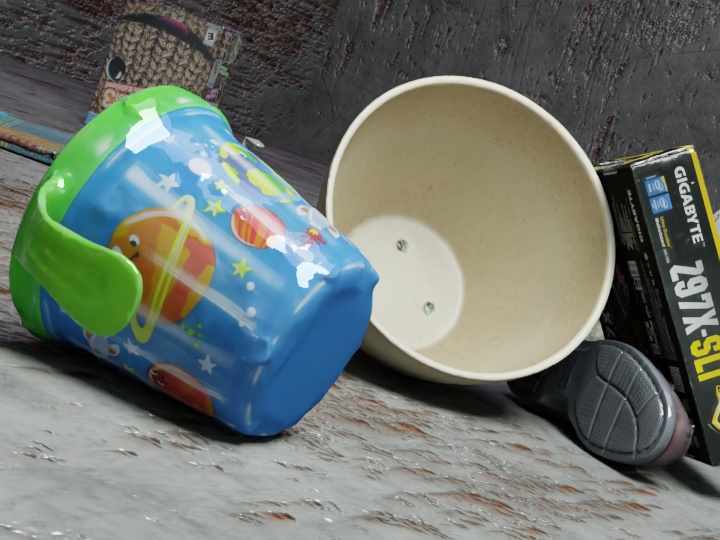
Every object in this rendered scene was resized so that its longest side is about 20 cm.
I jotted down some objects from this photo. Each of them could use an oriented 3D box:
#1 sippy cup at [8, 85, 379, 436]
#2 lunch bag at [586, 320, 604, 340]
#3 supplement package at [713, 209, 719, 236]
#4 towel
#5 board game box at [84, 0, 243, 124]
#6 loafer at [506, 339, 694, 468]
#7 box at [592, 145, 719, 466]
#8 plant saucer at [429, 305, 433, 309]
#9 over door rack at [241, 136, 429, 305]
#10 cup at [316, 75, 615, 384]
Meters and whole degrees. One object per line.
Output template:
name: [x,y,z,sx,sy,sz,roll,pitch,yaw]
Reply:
sippy cup: [-0.068,0.004,0.668,0.130,0.140,0.178,33,49,21]
lunch bag: [0.225,0.052,1.211,0.163,0.118,0.200,16,3,-41]
supplement package: [0.330,0.027,1.101,0.117,0.117,0.200,38,31,-15]
towel: [-0.360,-0.145,1.513,0.146,0.022,0.200,19,6,-3]
board game box: [-0.284,-0.279,2.105,0.159,0.201,0.097,20,7,10]
loafer: [0.169,0.085,0.974,0.063,0.072,0.200,23,2,-24]
box: [0.202,0.022,0.978,0.049,0.201,0.160,-16,3,-6]
plant saucer: [0.000,0.000,1.373,0.199,0.028,0.200,21,5,-2]
over door rack: [-0.013,-0.014,1.170,0.147,0.067,0.200,16,28,-36]
cup: [0.048,-0.010,0.972,0.199,0.201,0.143,18,-22,-15]
